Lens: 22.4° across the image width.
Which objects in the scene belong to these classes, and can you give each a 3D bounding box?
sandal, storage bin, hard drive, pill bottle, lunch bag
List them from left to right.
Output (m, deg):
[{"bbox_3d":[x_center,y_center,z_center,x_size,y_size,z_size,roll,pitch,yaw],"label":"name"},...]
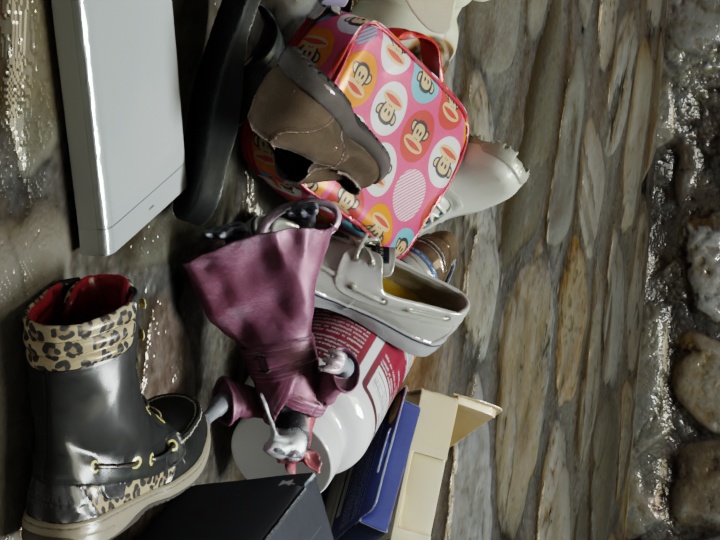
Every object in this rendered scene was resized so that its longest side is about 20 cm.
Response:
[{"bbox_3d":[-0.154,-0.126,1.177,0.132,0.027,0.200,-51,142,-60],"label":"hard drive"},{"bbox_3d":[-0.089,-0.127,1.298,0.075,0.048,0.201,-1,-105,66],"label":"sandal"},{"bbox_3d":[-0.031,0.094,1.483,0.200,0.113,0.113,-57,148,-54],"label":"pill bottle"},{"bbox_3d":[0.007,-0.119,1.471,0.200,0.082,0.176,41,74,-50],"label":"lunch bag"},{"bbox_3d":[0.045,0.226,1.661,0.199,0.094,0.200,130,-25,-67],"label":"storage bin"}]

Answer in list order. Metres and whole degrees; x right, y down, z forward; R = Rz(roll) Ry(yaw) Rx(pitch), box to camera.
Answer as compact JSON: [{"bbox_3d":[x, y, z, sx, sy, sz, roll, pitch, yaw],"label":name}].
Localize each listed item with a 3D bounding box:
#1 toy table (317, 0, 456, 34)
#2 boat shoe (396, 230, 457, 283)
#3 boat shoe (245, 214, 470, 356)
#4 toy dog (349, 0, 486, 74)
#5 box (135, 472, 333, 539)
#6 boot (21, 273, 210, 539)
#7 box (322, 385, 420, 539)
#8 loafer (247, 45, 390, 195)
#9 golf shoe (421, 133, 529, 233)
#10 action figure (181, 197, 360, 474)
[{"bbox_3d":[0.030,-0.271,1.402,0.184,0.117,0.200,105,-12,-46],"label":"toy table"},{"bbox_3d":[0.039,0.026,1.613,0.072,0.072,0.200,-37,175,-28],"label":"boat shoe"},{"bbox_3d":[0.000,0.000,1.448,0.070,0.200,0.071,-45,-154,35],"label":"boat shoe"},{"bbox_3d":[0.040,-0.253,1.567,0.194,0.139,0.200,-25,119,-54],"label":"toy dog"},{"bbox_3d":[-0.090,0.277,1.288,0.197,0.117,0.200,-45,124,-63],"label":"box"},{"bbox_3d":[-0.156,0.076,1.167,0.200,0.073,0.151,-35,128,-60],"label":"boot"},{"bbox_3d":[0.001,0.188,1.572,0.200,0.032,0.121,130,-20,-58],"label":"box"},{"bbox_3d":[-0.038,-0.097,1.304,0.071,0.073,0.200,-44,157,0],"label":"loafer"},{"bbox_3d":[0.056,-0.055,1.581,0.078,0.200,0.097,49,49,-29],"label":"golf shoe"},{"bbox_3d":[-0.067,0.057,1.352,0.149,0.134,0.200,-59,139,-76],"label":"action figure"}]
